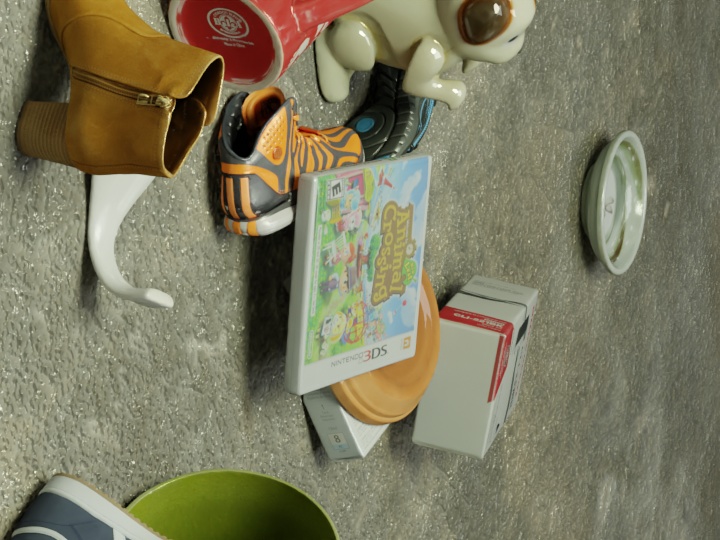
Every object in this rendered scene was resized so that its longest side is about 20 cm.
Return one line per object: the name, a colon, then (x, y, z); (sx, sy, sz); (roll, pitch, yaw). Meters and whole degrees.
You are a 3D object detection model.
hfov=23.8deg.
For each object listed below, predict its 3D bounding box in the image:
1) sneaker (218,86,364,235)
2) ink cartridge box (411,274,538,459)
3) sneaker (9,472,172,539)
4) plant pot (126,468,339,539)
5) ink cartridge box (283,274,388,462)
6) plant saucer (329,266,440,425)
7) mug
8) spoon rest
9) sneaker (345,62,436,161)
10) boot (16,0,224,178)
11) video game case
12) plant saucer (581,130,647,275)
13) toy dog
sneaker: (-0.058, -0.116, 1.521); (0.200, 0.077, 0.112); (-42, 133, -54)
ink cartridge box: (0.128, 0.101, 1.876); (0.200, 0.083, 0.145); (-42, 143, -70)
sneaker: (-0.175, 0.242, 1.251); (0.109, 0.200, 0.070); (-51, 168, -40)
plant pot: (-0.114, 0.301, 1.413); (0.187, 0.186, 0.201); (-51, 154, -48)
ink cartridge box: (-0.016, 0.064, 1.703); (0.160, 0.047, 0.201); (-47, 120, -50)
plant saucer: (0.023, 0.051, 1.689); (0.200, 0.037, 0.201); (17, 69, -53)
mug: (-0.052, -0.257, 1.414); (0.134, 0.177, 0.200); (49, 50, -17)
spoon rest: (-0.179, -0.069, 1.326); (0.099, 0.060, 0.201); (30, 55, -63)
sneaker: (0.036, -0.138, 1.711); (0.200, 0.073, 0.082); (-63, 148, -35)
boot: (-0.159, -0.161, 1.230); (0.071, 0.143, 0.202); (40, 60, -60)
video game case: (0.000, 0.000, 1.563); (0.182, 0.022, 0.201); (-15, 114, -52)
plant saucer: (0.346, -0.096, 2.375); (0.200, 0.050, 0.201); (-24, 117, -61)
toy dog: (0.070, -0.251, 1.613); (0.140, 0.199, 0.195); (-49, 137, -50)
